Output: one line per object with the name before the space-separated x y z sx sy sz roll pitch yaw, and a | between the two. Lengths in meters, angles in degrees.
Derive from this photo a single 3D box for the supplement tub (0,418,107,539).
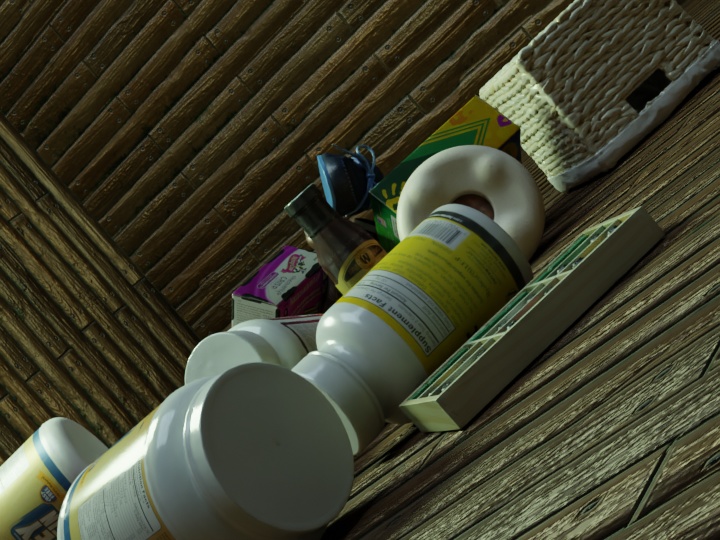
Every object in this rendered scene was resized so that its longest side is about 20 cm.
supplement tub | -0.358 0.279 1.829 0.200 0.145 0.145 -45 2 3

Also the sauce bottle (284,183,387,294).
sauce bottle | 0.000 0.000 1.686 0.066 0.200 0.066 -42 4 3

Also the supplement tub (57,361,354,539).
supplement tub | -0.109 0.162 1.155 0.200 0.145 0.145 -39 3 42

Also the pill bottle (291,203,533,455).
pill bottle | 0.036 0.048 1.285 0.200 0.111 0.111 -42 2 -25

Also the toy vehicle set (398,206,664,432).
toy vehicle set | 0.118 0.037 1.164 0.200 0.027 0.124 -42 2 -13

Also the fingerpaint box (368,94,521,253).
fingerpaint box | 0.099 -0.067 1.812 0.167 0.073 0.200 -42 -27 -16

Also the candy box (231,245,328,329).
candy box | -0.091 0.092 1.862 0.136 0.061 0.201 -45 -36 -54

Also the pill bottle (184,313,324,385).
pill bottle | -0.078 0.100 1.591 0.109 0.110 0.200 -41 -17 23

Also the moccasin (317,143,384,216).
moccasin | -0.007 -0.101 1.805 0.068 0.081 0.200 -13 2 3

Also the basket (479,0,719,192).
basket | 0.264 -0.216 1.840 0.198 0.161 0.200 -43 1 -10

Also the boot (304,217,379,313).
boot | -0.031 0.045 1.825 0.186 0.064 0.201 -2 -69 -64

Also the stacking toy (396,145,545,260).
stacking toy | 0.117 -0.032 1.691 0.146 0.146 0.200 -42 -16 -5
